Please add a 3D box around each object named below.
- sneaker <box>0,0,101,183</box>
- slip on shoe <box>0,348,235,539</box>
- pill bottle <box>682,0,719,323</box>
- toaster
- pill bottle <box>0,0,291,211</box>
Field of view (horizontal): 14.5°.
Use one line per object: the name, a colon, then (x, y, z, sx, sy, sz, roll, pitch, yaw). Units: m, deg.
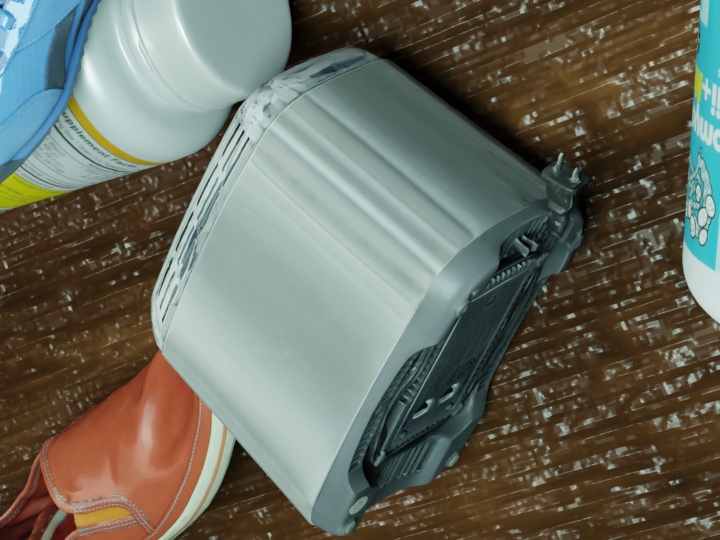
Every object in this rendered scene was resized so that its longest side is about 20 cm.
sneaker: (-0.132, -0.123, 1.116, 0.066, 0.078, 0.201, 30, 85, 26)
slip on shoe: (-0.114, 0.092, 1.302, 0.200, 0.061, 0.074, -49, 45, 38)
pill bottle: (0.175, -0.045, 1.034, 0.110, 0.111, 0.202, 14, 115, 29)
toaster: (0.000, 0.000, 1.169, 0.129, 0.113, 0.201, 40, 129, 17)
pill bottle: (-0.128, -0.090, 1.223, 0.199, 0.109, 0.110, -14, 100, 36)
